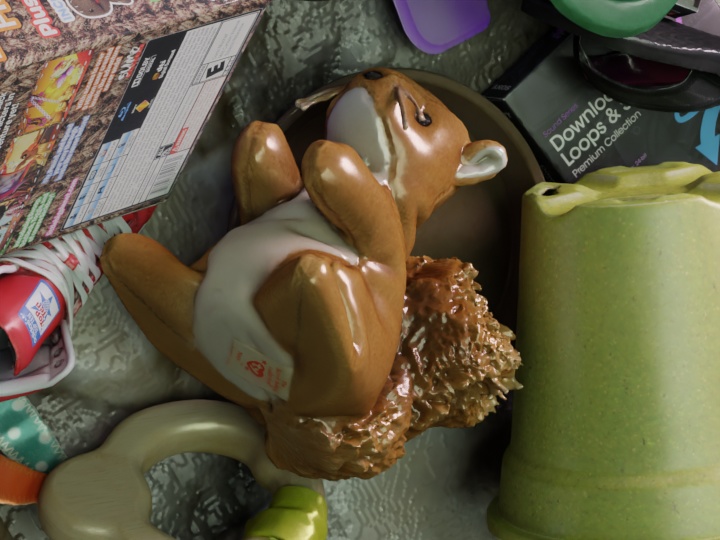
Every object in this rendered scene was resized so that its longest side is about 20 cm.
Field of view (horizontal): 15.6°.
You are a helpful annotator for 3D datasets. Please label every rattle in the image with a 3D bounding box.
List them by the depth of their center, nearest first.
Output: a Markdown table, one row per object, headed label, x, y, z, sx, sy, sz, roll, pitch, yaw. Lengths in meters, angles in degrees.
| label | x | y | z | sx | sy | sz | roll | pitch | yaw |
| --- | --- | --- | --- | --- | --- | --- | --- | --- | --- |
| rattle | -0.122 | 0.142 | 1.409 | 0.199 | 0.143 | 0.131 | 0 | 62 | -9 |

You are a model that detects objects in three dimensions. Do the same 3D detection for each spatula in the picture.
| label | x | y | z | sx | sy | sz | roll | pitch | yaw |
| --- | --- | --- | --- | --- | --- | --- | --- | --- | --- |
| spatula | 0.102 | -0.177 | 1.480 | 0.199 | 0.021 | 0.057 | -24 | 100 | -20 |

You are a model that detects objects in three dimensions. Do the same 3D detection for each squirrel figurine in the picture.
| label | x | y | z | sx | sy | sz | roll | pitch | yaw |
| --- | --- | --- | --- | --- | --- | --- | --- | --- | --- |
| squirrel figurine | 0.000 | 0.000 | 1.362 | 0.187 | 0.141 | 0.201 | -53 | 126 | -36 |

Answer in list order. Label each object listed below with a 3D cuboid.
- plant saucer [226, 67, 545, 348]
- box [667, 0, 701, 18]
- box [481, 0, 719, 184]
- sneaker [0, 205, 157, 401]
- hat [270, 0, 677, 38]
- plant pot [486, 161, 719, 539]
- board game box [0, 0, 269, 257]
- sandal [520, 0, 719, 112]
| label | x | y | z | sx | sy | sz | roll | pitch | yaw |
| --- | --- | --- | --- | --- | --- | --- | --- | --- | --- |
| plant saucer | 0.015 | -0.012 | 1.454 | 0.199 | 0.029 | 0.201 | -2 | 95 | -23 |
| box | 0.113 | -0.239 | 1.448 | 0.199 | 0.038 | 0.137 | 19 | 85 | -13 |
| box | 0.179 | -0.071 | 1.517 | 0.143 | 0.036 | 0.200 | -45 | 108 | -14 |
| sneaker | -0.154 | -0.006 | 1.334 | 0.200 | 0.112 | 0.071 | -46 | 111 | -13 |
| hat | 0.059 | -0.200 | 1.408 | 0.199 | 0.175 | 0.167 | 10 | 80 | -48 |
| plant pot | 0.160 | 0.041 | 1.424 | 0.199 | 0.200 | 0.185 | -9 | 101 | -22 |
| board game box | -0.167 | -0.091 | 1.240 | 0.199 | 0.160 | 0.097 | -21 | 64 | -39 |
| sandal | 0.176 | -0.109 | 1.457 | 0.199 | 0.075 | 0.048 | 15 | 106 | -24 |
